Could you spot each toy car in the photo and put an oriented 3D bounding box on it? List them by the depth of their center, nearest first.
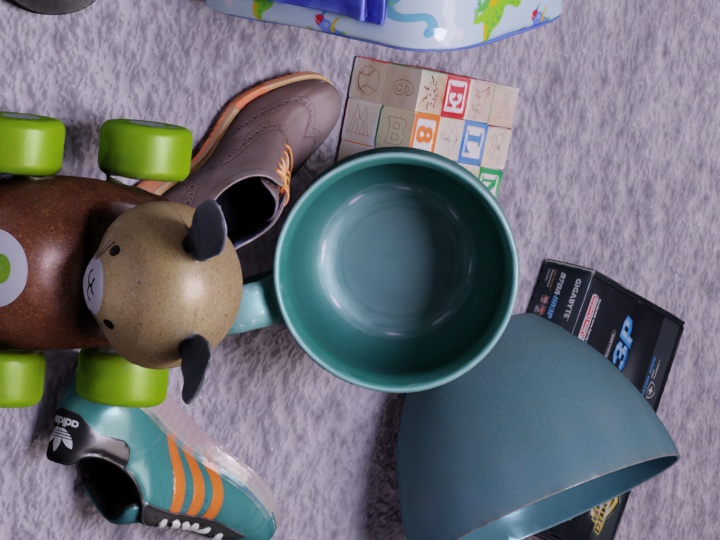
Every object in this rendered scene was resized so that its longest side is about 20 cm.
[{"bbox_3d":[-0.131,0.006,1.561,0.158,0.200,0.165,1,99,-30],"label":"toy car"}]

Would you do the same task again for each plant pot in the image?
[{"bbox_3d":[0.105,0.109,1.970,0.200,0.200,0.135,-8,71,-52],"label":"plant pot"}]

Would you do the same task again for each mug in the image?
[{"bbox_3d":[0.008,-0.008,1.789,0.114,0.185,0.152,-73,-178,-85],"label":"mug"}]

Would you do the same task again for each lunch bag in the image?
[{"bbox_3d":[0.013,-0.186,1.708,0.161,0.200,0.083,-20,116,-48],"label":"lunch bag"}]

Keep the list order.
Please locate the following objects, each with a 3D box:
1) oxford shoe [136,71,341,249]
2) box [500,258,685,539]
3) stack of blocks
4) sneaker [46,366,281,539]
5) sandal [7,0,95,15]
[{"bbox_3d":[-0.064,-0.056,1.757,0.200,0.073,0.071,-45,133,-35],"label":"oxford shoe"},{"bbox_3d":[0.165,0.108,2.140,0.159,0.046,0.200,28,80,-53],"label":"box"},{"bbox_3d":[0.034,-0.037,1.906,0.115,0.059,0.200,6,97,-53],"label":"stack of blocks"},{"bbox_3d":[-0.127,0.132,1.748,0.200,0.071,0.080,46,66,-40],"label":"sneaker"},{"bbox_3d":[-0.190,-0.216,1.561,0.075,0.045,0.200,-54,138,-27],"label":"sandal"}]
